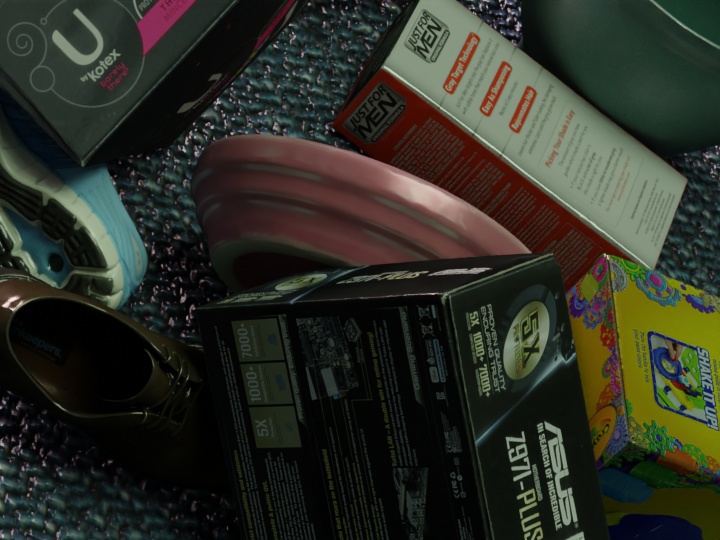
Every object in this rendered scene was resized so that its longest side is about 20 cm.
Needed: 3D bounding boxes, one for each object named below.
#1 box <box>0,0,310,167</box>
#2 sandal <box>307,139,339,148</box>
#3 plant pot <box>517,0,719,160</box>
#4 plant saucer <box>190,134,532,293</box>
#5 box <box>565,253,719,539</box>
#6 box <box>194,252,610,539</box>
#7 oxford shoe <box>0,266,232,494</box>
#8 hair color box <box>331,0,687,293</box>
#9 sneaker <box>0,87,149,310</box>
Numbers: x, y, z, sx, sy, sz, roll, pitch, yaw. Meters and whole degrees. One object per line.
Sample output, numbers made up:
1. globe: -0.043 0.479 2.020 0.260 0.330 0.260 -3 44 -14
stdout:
1. box: -0.115 -0.135 1.508 0.106 0.122 0.200 45 11 3
2. sandal: 0.035 -0.001 1.636 0.200 0.048 0.075 36 32 13
3. plant pot: 0.178 -0.148 1.803 0.199 0.134 0.201 24 36 -19
4. plant saucer: 0.000 0.000 1.507 0.200 0.200 0.051 29 70 -16
5. box: 0.152 0.121 1.499 0.192 0.200 0.122 20 45 -24
6. box: 0.024 0.101 1.378 0.086 0.163 0.201 -19 100 -47
7. oxford shoe: -0.100 0.064 1.417 0.199 0.084 0.073 23 86 -23
8. hair color box: 0.090 -0.069 1.725 0.200 0.061 0.102 38 40 -8
9. sneaker: -0.181 -0.056 1.497 0.200 0.078 0.090 54 23 7
